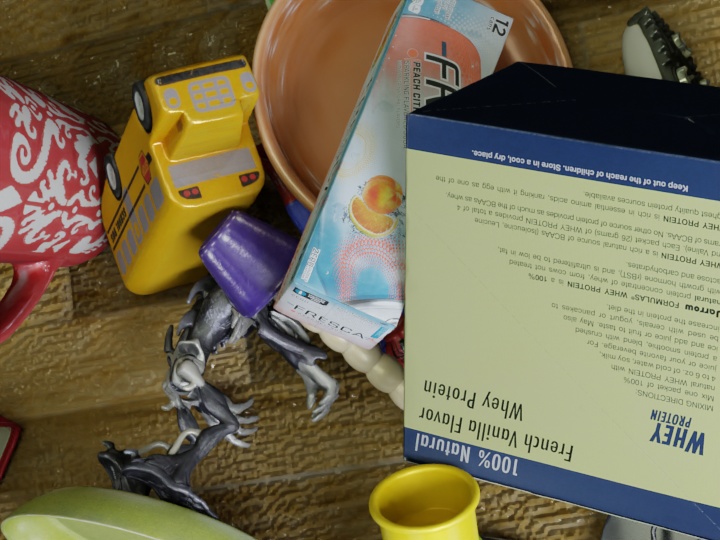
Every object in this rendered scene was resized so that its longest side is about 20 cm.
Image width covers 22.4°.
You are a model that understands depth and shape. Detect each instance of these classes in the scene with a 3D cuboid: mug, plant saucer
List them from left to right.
[{"bbox_3d":[-0.247,-0.045,1.152,0.133,0.200,0.178,24,94,21],"label":"mug"},{"bbox_3d":[-0.117,0.173,1.094,0.200,0.200,0.031,7,64,22],"label":"plant saucer"},{"bbox_3d":[0.031,-0.105,1.095,0.200,0.037,0.201,3,76,-12],"label":"plant saucer"}]

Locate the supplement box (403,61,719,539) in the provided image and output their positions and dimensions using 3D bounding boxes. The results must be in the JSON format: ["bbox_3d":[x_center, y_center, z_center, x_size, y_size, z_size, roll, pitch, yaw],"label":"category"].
[{"bbox_3d":[0.139,0.010,0.969,0.200,0.134,0.200,12,113,29],"label":"supplement box"}]

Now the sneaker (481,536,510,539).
[{"bbox_3d":[0.115,0.222,1.033,0.200,0.112,0.078,36,98,21],"label":"sneaker"}]

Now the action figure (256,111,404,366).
[{"bbox_3d":[0.000,0.000,1.118,0.065,0.052,0.200,-34,93,14],"label":"action figure"}]

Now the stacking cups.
[{"bbox_3d":[0.048,0.206,0.999,0.060,0.061,0.200,1,118,21],"label":"stacking cups"}]

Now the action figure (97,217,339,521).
[{"bbox_3d":[-0.080,0.068,1.126,0.119,0.102,0.200,-27,30,53],"label":"action figure"}]

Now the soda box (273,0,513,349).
[{"bbox_3d":[0.019,-0.061,1.025,0.063,0.068,0.200,23,72,-6],"label":"soda box"}]

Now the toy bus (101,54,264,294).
[{"bbox_3d":[-0.108,-0.056,1.103,0.065,0.200,0.078,-14,76,-21],"label":"toy bus"}]

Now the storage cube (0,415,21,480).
[{"bbox_3d":[-0.366,0.139,1.197,0.180,0.171,0.200,25,95,23],"label":"storage cube"}]

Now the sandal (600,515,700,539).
[{"bbox_3d":[0.206,0.120,1.044,0.076,0.043,0.200,42,100,19],"label":"sandal"}]

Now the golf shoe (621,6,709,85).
[{"bbox_3d":[0.173,-0.053,1.058,0.088,0.077,0.200,-18,79,24],"label":"golf shoe"}]

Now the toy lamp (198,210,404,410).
[{"bbox_3d":[-0.009,0.040,1.070,0.200,0.058,0.058,39,100,-7],"label":"toy lamp"}]

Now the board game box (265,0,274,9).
[{"bbox_3d":[0.005,-0.126,1.156,0.095,0.030,0.200,-23,75,18],"label":"board game box"}]
